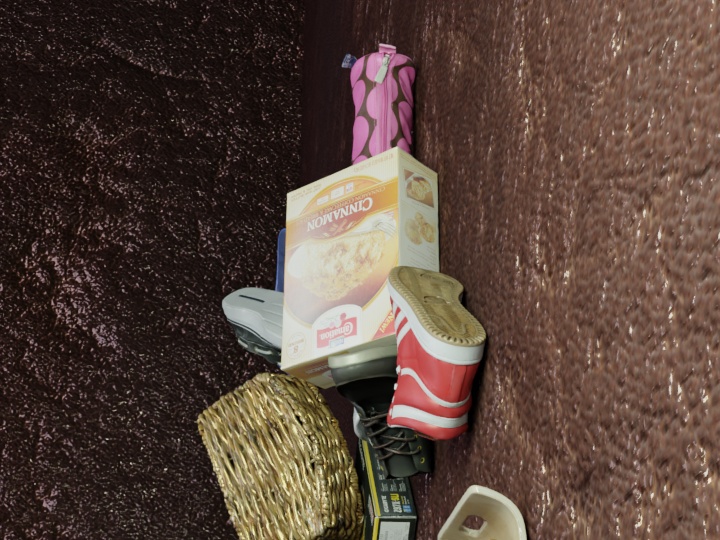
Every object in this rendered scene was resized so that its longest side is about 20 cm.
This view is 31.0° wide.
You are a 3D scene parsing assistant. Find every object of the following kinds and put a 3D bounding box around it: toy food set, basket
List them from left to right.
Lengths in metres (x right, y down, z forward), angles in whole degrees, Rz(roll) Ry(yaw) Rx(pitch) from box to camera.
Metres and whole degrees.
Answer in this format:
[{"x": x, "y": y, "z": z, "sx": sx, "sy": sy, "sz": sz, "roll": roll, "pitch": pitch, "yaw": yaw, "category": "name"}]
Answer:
[{"x": -0.064, "y": 0.219, "z": 1.446, "sx": 0.149, "sy": 0.142, "sz": 0.201, "roll": 18, "pitch": -137, "yaw": -56, "category": "basket"}, {"x": 0.075, "y": 0.266, "z": 0.903, "sx": 0.144, "sy": 0.060, "sz": 0.202, "roll": 105, "pitch": 166, "yaw": -62, "category": "toy food set"}]

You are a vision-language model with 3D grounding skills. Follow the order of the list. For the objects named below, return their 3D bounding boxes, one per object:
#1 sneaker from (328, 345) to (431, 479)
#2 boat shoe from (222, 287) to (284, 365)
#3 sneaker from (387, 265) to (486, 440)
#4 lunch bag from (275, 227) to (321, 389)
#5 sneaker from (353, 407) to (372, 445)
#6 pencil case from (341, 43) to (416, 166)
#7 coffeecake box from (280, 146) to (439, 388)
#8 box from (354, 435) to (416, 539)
[{"x": 0.029, "y": 0.135, "z": 1.213, "sx": 0.200, "sy": 0.074, "sz": 0.107, "roll": 35, "pitch": -133, "yaw": -65, "category": "sneaker"}, {"x": -0.083, "y": 0.069, "z": 1.451, "sx": 0.200, "sy": 0.072, "sz": 0.071, "roll": 20, "pitch": 135, "yaw": 56, "category": "boat shoe"}, {"x": 0.056, "y": 0.073, "z": 1.129, "sx": 0.200, "sy": 0.071, "sz": 0.113, "roll": -110, "pitch": 27, "yaw": -69, "category": "sneaker"}, {"x": -0.016, "y": 0.031, "z": 1.516, "sx": 0.136, "sy": 0.131, "sz": 0.202, "roll": 35, "pitch": 124, "yaw": 54, "category": "lunch bag"}, {"x": 0.027, "y": 0.102, "z": 1.377, "sx": 0.115, "sy": 0.074, "sz": 0.201, "roll": -98, "pitch": 8, "yaw": -58, "category": "sneaker"}, {"x": 0.026, "y": -0.153, "z": 1.474, "sx": 0.094, "sy": 0.090, "sz": 0.202, "roll": 118, "pitch": 153, "yaw": -59, "category": "pencil case"}, {"x": 0.000, "y": 0.000, "z": 1.308, "sx": 0.153, "sy": 0.073, "sz": 0.202, "roll": -20, "pitch": 58, "yaw": 35, "category": "coffeecake box"}, {"x": 0.021, "y": 0.286, "z": 1.438, "sx": 0.200, "sy": 0.049, "sz": 0.161, "roll": -102, "pitch": 15, "yaw": -67, "category": "box"}]
